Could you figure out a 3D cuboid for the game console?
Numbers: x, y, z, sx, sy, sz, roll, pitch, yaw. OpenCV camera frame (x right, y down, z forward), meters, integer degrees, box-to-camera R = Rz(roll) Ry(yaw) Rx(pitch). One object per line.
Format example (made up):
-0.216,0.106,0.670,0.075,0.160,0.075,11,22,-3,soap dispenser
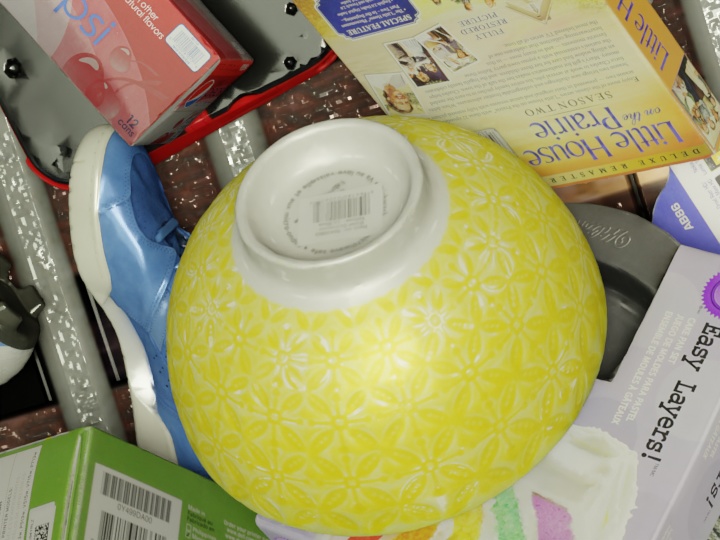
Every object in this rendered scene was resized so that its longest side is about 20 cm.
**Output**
-0.126,-0.156,0.962,0.177,0.031,0.200,-28,91,12,game console

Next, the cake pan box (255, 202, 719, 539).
0.077,0.064,0.846,0.184,0.052,0.200,18,67,32,cake pan box

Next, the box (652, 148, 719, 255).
0.236,-0.045,0.870,0.200,0.041,0.119,-33,89,19,box

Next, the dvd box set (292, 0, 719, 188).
0.051,-0.113,0.832,0.146,0.029,0.200,-10,134,42,dvd box set

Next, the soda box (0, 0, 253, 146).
-0.145,-0.153,0.914,0.063,0.070,0.200,-42,87,12,soda box

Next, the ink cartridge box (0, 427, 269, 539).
-0.154,0.155,0.944,0.200,0.148,0.076,-18,55,37,ink cartridge box

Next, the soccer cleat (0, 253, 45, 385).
-0.254,-0.013,0.991,0.086,0.070,0.200,-42,86,16,soccer cleat

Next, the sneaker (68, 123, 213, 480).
-0.068,0.019,0.934,0.111,0.077,0.200,-7,105,21,sneaker

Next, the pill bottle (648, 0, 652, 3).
0.044,-0.185,0.865,0.200,0.110,0.110,16,102,13,pill bottle

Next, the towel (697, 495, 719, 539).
0.099,0.106,0.861,0.192,0.035,0.200,-34,50,2,towel

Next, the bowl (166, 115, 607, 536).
0.000,0.000,0.809,0.200,0.108,0.200,-9,51,11,bowl
